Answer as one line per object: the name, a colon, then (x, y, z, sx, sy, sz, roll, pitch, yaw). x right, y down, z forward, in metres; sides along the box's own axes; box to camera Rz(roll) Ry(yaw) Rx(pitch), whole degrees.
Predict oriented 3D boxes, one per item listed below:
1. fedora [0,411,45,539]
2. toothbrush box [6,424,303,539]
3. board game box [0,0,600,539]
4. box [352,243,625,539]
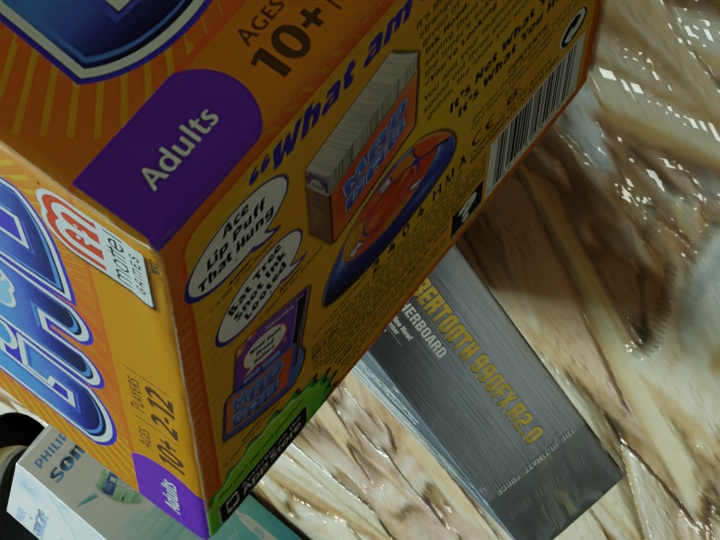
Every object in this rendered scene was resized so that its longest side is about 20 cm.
fedora: (-0.192, 0.189, 1.600, 0.091, 0.202, 0.201, -11, 135, 21)
toothbrush box: (-0.121, 0.170, 1.475, 0.200, 0.085, 0.146, 42, 160, 2)
board game box: (-0.063, -0.087, 0.662, 0.199, 0.200, 0.200, 35, 159, 15)
box: (0.000, 0.000, 0.868, 0.159, 0.048, 0.200, 51, 176, -30)
